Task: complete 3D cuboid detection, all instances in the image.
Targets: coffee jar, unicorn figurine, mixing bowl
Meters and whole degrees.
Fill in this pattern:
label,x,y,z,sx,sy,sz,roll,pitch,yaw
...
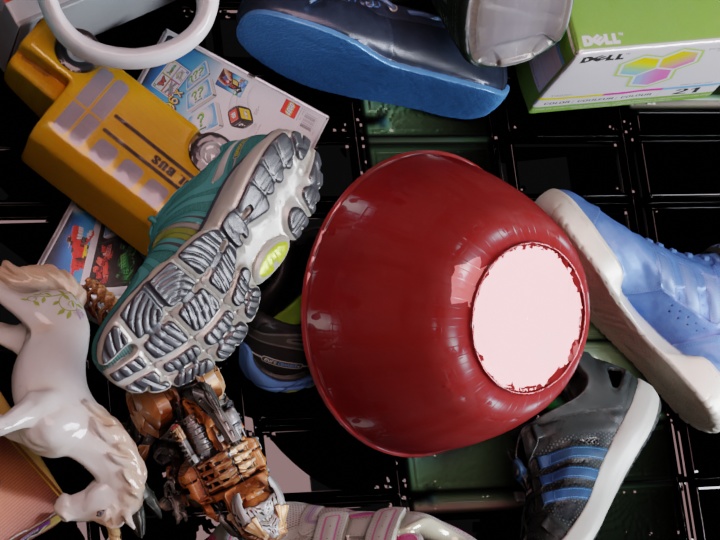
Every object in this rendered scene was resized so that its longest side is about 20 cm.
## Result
label,x,y,z,sx,sy,sz,roll,pitch,yaw
coffee jar,0.070,-0.237,1.681,0.085,0.104,0.200,-15,49,-16
unicorn figurine,-0.194,0.076,1.485,0.137,0.074,0.201,8,66,-18
mixing bowl,0.072,0.027,1.575,0.200,0.108,0.201,-4,97,-37

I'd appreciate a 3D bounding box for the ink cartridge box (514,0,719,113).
label,x,y,z,sx,sy,sz,roll,pitch,yaw
ink cartridge box,0.203,-0.184,1.685,0.147,0.200,0.076,-7,73,-19

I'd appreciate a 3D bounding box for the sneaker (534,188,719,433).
label,x,y,z,sx,sy,sz,roll,pitch,yaw
sneaker,0.212,0.002,1.688,0.111,0.077,0.200,-42,91,-19

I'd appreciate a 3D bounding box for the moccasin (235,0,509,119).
label,x,y,z,sx,sy,sz,roll,pitch,yaw
moccasin,0.006,-0.158,1.694,0.200,0.080,0.068,17,61,-26

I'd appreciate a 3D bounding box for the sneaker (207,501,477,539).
label,x,y,z,sx,sy,sz,roll,pitch,yaw
sneaker,0.003,0.181,1.556,0.199,0.088,0.082,7,69,-14

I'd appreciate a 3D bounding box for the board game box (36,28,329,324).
label,x,y,z,sx,sy,sz,roll,pitch,yaw
board game box,-0.118,-0.046,1.628,0.126,0.035,0.200,28,66,-5

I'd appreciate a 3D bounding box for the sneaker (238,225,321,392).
label,x,y,z,sx,sy,sz,roll,pitch,yaw
sneaker,-0.001,0.000,1.616,0.199,0.083,0.071,-37,51,-25

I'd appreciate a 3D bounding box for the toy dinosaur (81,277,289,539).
label,x,y,z,sx,sy,sz,roll,pitch,yaw
toy dinosaur,-0.106,0.089,1.523,0.102,0.136,0.201,-7,64,-15

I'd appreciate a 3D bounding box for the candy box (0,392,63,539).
label,x,y,z,sx,sy,sz,roll,pitch,yaw
candy box,-0.280,0.095,1.518,0.117,0.056,0.200,-30,84,-25

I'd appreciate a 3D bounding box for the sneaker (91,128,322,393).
label,x,y,z,sx,sy,sz,roll,pitch,yaw
sneaker,-0.098,-0.005,1.493,0.200,0.080,0.078,-53,127,-29

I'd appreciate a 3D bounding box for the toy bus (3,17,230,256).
label,x,y,z,sx,sy,sz,roll,pitch,yaw
toy bus,-0.144,-0.070,1.574,0.200,0.065,0.078,37,67,-2

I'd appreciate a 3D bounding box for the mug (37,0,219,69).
label,x,y,z,sx,sy,sz,roll,pitch,yaw
mug,-0.145,-0.225,1.545,0.175,0.148,0.201,-3,85,-10

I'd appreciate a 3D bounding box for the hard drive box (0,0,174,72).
label,x,y,z,sx,sy,sz,roll,pitch,yaw
hard drive box,-0.183,-0.246,1.657,0.200,0.077,0.156,-27,80,-23

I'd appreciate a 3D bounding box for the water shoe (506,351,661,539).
label,x,y,z,sx,sy,sz,roll,pitch,yaw
water shoe,0.124,0.140,1.621,0.079,0.072,0.200,32,53,2
